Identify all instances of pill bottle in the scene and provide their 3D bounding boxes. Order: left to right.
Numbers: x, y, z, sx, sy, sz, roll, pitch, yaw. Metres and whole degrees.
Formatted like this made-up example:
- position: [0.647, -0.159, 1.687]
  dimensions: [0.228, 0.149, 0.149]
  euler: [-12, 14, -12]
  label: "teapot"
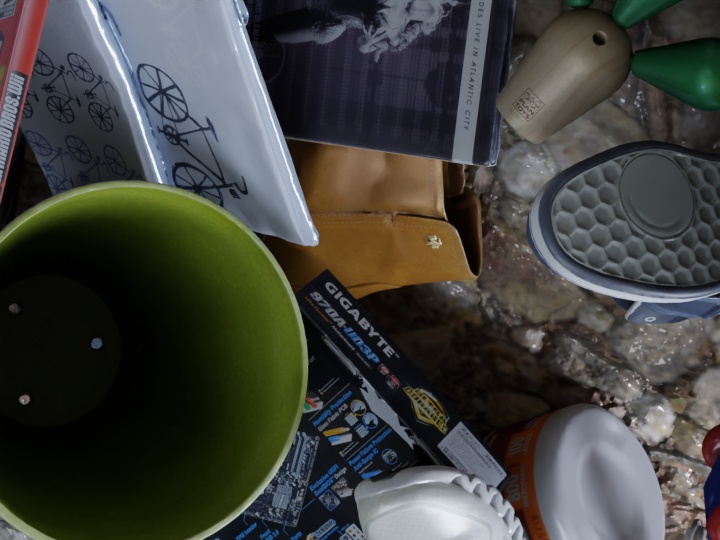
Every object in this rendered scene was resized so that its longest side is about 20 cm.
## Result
- position: [0.073, 0.159, 1.054]
  dimensions: [0.200, 0.114, 0.114]
  euler: [-23, 112, 38]
  label: "pill bottle"

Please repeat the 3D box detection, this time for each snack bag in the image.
- position: [-0.119, -0.092, 0.898]
  dimensions: [0.200, 0.021, 0.189]
  euler: [15, 139, 33]
  label: "snack bag"

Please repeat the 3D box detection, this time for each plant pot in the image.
- position: [-0.152, 0.049, 0.942]
  dimensions: [0.187, 0.187, 0.200]
  euler: [51, 162, -15]
  label: "plant pot"

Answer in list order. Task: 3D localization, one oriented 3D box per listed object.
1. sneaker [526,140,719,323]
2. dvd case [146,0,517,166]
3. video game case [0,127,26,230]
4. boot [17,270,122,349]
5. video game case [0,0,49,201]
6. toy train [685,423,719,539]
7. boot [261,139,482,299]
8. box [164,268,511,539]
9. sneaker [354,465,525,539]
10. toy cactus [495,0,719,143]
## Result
- position: [0.136, -0.012, 0.843]
  dimensions: [0.146, 0.202, 0.077]
  euler: [-27, 74, 57]
  label: "sneaker"
- position: [-0.016, -0.140, 0.887]
  dimensions: [0.200, 0.016, 0.149]
  euler: [10, 98, 22]
  label: "dvd case"
- position: [-0.241, 0.013, 1.087]
  dimensions: [0.018, 0.143, 0.200]
  euler: [14, 132, -5]
  label: "video game case"
- position: [-0.177, 0.005, 1.091]
  dimensions: [0.090, 0.073, 0.200]
  euler: [11, 130, 13]
  label: "boot"
- position: [-0.217, -0.052, 0.861]
  dimensions: [0.143, 0.200, 0.017]
  euler: [-5, 159, 45]
  label: "video game case"
- position: [0.245, 0.133, 0.959]
  dimensions: [0.116, 0.085, 0.200]
  euler: [16, 123, -2]
  label: "toy train"
- position: [0.000, -0.001, 0.997]
  dimensions: [0.144, 0.071, 0.201]
  euler: [8, 124, 22]
  label: "boot"
- position: [-0.035, 0.120, 1.004]
  dimensions: [0.159, 0.046, 0.200]
  euler: [47, 124, 3]
  label: "box"
- position: [0.059, 0.177, 0.921]
  dimensions: [0.075, 0.081, 0.200]
  euler: [-20, 129, 20]
  label: "sneaker"
- position: [0.131, -0.121, 0.801]
  dimensions: [0.200, 0.102, 0.165]
  euler: [43, 112, -6]
  label: "toy cactus"
